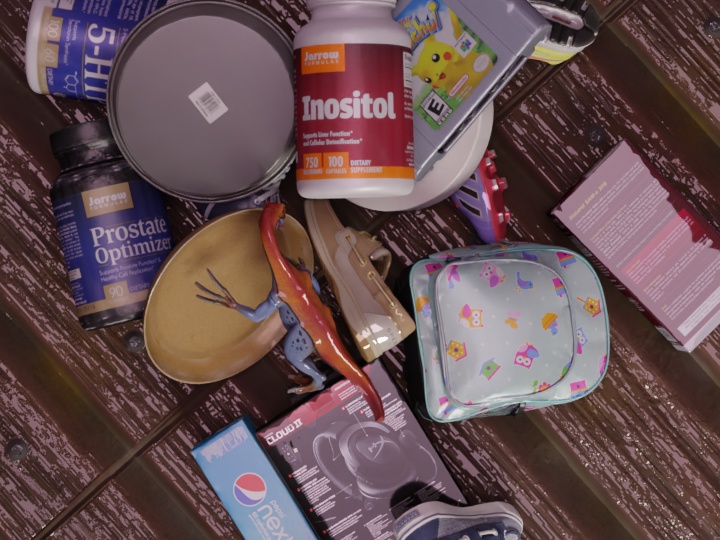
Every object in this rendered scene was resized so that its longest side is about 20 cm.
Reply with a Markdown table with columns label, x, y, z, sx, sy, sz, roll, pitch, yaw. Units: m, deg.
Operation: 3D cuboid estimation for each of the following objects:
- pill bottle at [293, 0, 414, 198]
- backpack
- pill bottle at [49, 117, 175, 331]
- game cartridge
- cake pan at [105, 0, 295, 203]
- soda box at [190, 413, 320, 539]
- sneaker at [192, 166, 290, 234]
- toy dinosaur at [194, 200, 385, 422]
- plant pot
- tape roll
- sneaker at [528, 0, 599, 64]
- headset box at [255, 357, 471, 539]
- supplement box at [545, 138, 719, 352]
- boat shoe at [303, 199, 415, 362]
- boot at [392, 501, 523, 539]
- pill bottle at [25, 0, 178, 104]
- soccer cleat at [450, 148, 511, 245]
| label | x | y | z | sx | sy | sz | roll | pitch | yaw |
| --- | --- | --- | --- | --- | --- | --- | --- | --- | --- |
| pill bottle | -0.007 | -0.169 | 1.463 | 0.112 | 0.113 | 0.201 | -2 | 91 | 1 |
| backpack | 0.148 | 0.057 | 1.540 | 0.199 | 0.153 | 0.177 | -7 | 86 | -13 |
| pill bottle | -0.249 | -0.048 | 1.567 | 0.111 | 0.112 | 0.201 | -14 | 90 | 1 |
| game cartridge | 0.074 | -0.203 | 1.505 | 0.133 | 0.040 | 0.200 | 47 | 109 | 20 |
| cake pan | -0.147 | -0.160 | 1.498 | 0.199 | 0.037 | 0.201 | 0 | 103 | -2 |
| soda box | -0.091 | 0.248 | 1.587 | 0.064 | 0.068 | 0.201 | -31 | 90 | 0 |
| sneaker | -0.087 | -0.108 | 1.571 | 0.200 | 0.070 | 0.109 | -33 | 88 | 21 |
| toy dinosaur | -0.049 | 0.024 | 1.495 | 0.199 | 0.182 | 0.105 | 19 | 50 | 22 |
| plant pot | -0.135 | 0.021 | 1.548 | 0.200 | 0.200 | 0.027 | -52 | 51 | 0 |
| tape roll | 0.036 | -0.160 | 1.563 | 0.202 | 0.037 | 0.204 | 1 | 92 | 26 |
| sneaker | 0.134 | -0.255 | 1.571 | 0.199 | 0.090 | 0.078 | 24 | 72 | -1 |
| headset box | -0.002 | 0.191 | 1.582 | 0.148 | 0.077 | 0.201 | -33 | 89 | 0 |
| supplement box | 0.296 | -0.025 | 1.585 | 0.109 | 0.061 | 0.200 | -44 | 90 | 0 |
| boat shoe | 0.000 | 0.000 | 1.552 | 0.069 | 0.074 | 0.201 | -24 | 56 | -1 |
| boot | 0.111 | 0.280 | 1.519 | 0.073 | 0.200 | 0.091 | -45 | 59 | 24 |
| pill bottle | -0.224 | -0.221 | 1.563 | 0.199 | 0.120 | 0.120 | 9 | 90 | 1 |
| soccer cleat | 0.096 | -0.117 | 1.591 | 0.076 | 0.067 | 0.201 | -18 | 89 | 16 |
